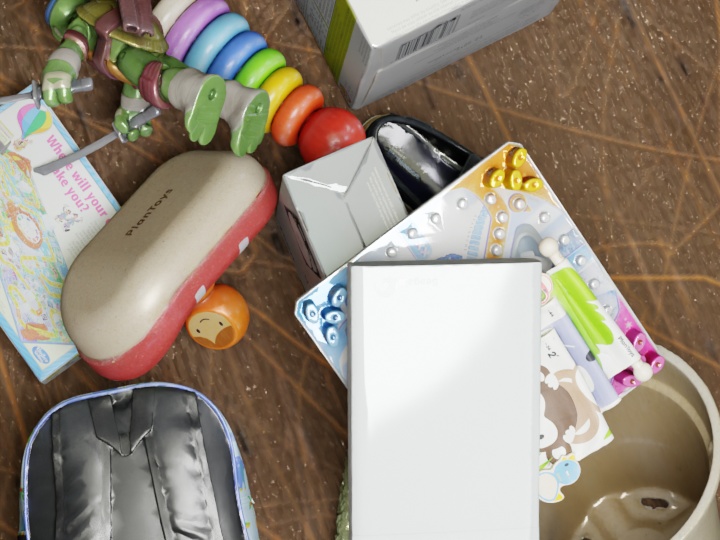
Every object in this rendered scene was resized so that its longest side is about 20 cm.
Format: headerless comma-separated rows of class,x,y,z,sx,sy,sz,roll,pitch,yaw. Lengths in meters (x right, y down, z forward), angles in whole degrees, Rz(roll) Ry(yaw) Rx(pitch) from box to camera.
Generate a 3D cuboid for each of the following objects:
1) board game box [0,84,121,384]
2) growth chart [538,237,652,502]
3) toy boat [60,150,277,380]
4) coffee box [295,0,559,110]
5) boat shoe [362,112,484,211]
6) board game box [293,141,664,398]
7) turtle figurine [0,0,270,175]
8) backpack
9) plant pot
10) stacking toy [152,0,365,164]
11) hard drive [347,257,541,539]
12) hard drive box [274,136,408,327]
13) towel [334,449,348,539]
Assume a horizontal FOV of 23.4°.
board game box,-0.259,-0.029,1.401,0.134,0.034,0.201,-35,86,-7
growth chart,0.108,0.096,1.211,0.200,0.018,0.145,-45,101,-1
toy boat,-0.133,0.009,1.342,0.200,0.130,0.131,-50,122,-25
coffee box,0.042,-0.276,1.370,0.198,0.200,0.199,-27,85,-7
boat shoe,0.082,-0.061,1.417,0.199,0.062,0.075,36,80,-1
board game box,0.087,0.047,1.224,0.199,0.026,0.201,-36,101,-5
turtle figurine,-0.181,-0.120,1.309,0.193,0.144,0.201,23,63,28
backpack,-0.170,0.188,1.323,0.181,0.147,0.202,-7,87,-4
plant pot,0.192,0.181,1.315,0.199,0.184,0.202,-12,53,17
stacking toy,-0.081,-0.143,1.390,0.199,0.085,0.086,38,82,9
hard drive,0.057,0.094,1.181,0.130,0.026,0.202,-1,98,-8
hard drive box,0.000,0.000,1.333,0.076,0.200,0.157,-23,84,-6
towel,0.046,0.242,1.380,0.147,0.037,0.202,4,76,-2
